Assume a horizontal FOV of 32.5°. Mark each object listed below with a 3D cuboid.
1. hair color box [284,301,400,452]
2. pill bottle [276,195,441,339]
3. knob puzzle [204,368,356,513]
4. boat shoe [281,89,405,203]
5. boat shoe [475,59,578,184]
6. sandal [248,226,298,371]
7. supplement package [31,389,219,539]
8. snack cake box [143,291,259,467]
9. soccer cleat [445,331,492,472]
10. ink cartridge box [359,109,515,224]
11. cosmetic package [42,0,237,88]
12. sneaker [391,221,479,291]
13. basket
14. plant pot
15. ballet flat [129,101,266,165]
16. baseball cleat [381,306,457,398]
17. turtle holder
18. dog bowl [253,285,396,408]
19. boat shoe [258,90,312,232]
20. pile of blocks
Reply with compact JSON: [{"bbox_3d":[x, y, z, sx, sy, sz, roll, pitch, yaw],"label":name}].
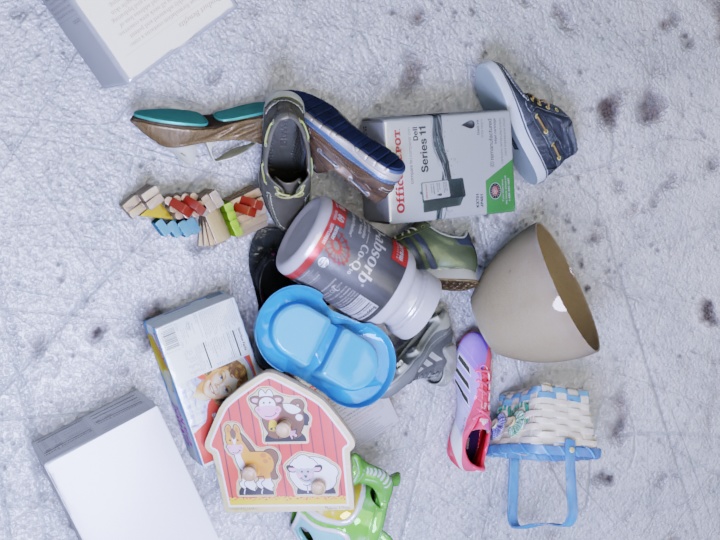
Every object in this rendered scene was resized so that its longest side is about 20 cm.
[{"bbox_3d":[-0.040,0.145,1.693,0.111,0.064,0.201,-30,108,-15],"label":"hair color box"},{"bbox_3d":[0.000,0.000,1.605,0.199,0.116,0.116,32,83,-19],"label":"pill bottle"},{"bbox_3d":[-0.104,0.221,1.560,0.218,0.030,0.221,4,112,9],"label":"knob puzzle"},{"bbox_3d":[-0.039,-0.162,1.631,0.200,0.072,0.073,39,120,13],"label":"boat shoe"},{"bbox_3d":[0.239,-0.229,1.773,0.091,0.071,0.201,-37,115,-17],"label":"boat shoe"},{"bbox_3d":[-0.107,0.033,1.620,0.075,0.048,0.202,-3,70,-6],"label":"sandal"},{"bbox_3d":[-0.299,0.282,1.570,0.155,0.111,0.201,-27,106,-18],"label":"supplement package"},{"bbox_3d":[-0.195,0.142,1.623,0.114,0.067,0.201,-22,104,-21],"label":"snack cake box"},{"bbox_3d":[0.166,0.191,1.778,0.066,0.076,0.201,4,96,-27],"label":"soccer cleat"},{"bbox_3d":[0.107,-0.145,1.713,0.199,0.083,0.148,-7,98,-22],"label":"ink cartridge box"},{"bbox_3d":[-0.285,-0.347,1.477,0.167,0.166,0.201,-38,108,-15],"label":"cosmetic package"},{"bbox_3d":[0.070,-0.027,1.727,0.199,0.067,0.090,6,71,-14],"label":"sneaker"},{"bbox_3d":[0.259,0.270,1.780,0.138,0.176,0.201,3,76,-23],"label":"basket"},{"bbox_3d":[0.236,0.051,1.751,0.134,0.201,0.201,-27,109,17],"label":"plant pot"},{"bbox_3d":[-0.199,-0.174,1.597,0.199,0.068,0.073,-8,118,-26],"label":"ballet flat"},{"bbox_3d":[0.085,0.134,1.708,0.200,0.069,0.107,-47,119,-43],"label":"baseball cleat"},{"bbox_3d":[-0.021,0.324,1.658,0.131,0.186,0.142,15,76,-7],"label":"turtle holder"},{"bbox_3d":[-0.050,0.098,1.583,0.199,0.050,0.112,31,78,-17],"label":"dog bowl"},{"bbox_3d":[-0.097,-0.130,1.601,0.072,0.060,0.203,-3,126,-5],"label":"boat shoe"},{"bbox_3d":[-0.208,-0.070,1.598,0.199,0.062,0.083,-1,96,-23],"label":"pile of blocks"}]
